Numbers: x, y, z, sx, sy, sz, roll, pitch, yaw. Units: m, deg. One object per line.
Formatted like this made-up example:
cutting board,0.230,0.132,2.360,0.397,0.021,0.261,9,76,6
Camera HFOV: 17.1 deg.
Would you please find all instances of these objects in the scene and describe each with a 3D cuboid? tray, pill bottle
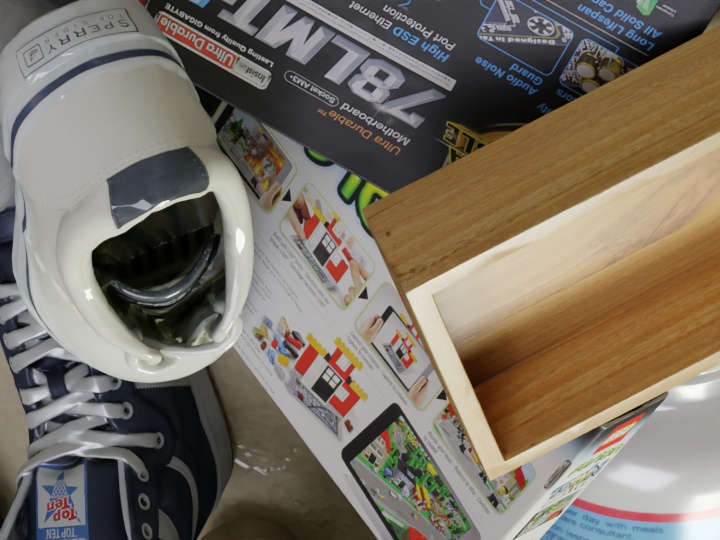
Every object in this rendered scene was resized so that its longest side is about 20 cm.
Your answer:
tray,0.106,-0.024,0.657,0.199,0.037,0.099,-26,142,0
pill bottle,0.099,0.073,0.817,0.108,0.109,0.201,6,127,12

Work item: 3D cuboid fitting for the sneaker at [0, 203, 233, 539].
sneaker,-0.104,0.038,0.848,0.070,0.109,0.201,-9,122,21

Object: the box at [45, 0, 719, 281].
box,0.014,-0.124,0.646,0.199,0.050,0.199,29,125,0

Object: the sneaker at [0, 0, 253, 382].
sneaker,-0.065,0.000,0.700,0.073,0.071,0.200,-23,157,-4

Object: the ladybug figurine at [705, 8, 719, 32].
ladybug figurine,0.048,-0.121,0.713,0.199,0.072,0.136,9,127,10

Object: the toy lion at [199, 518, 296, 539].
toy lion,-0.057,0.220,0.976,0.200,0.069,0.192,-37,125,11

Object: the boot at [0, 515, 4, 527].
boot,-0.212,0.126,0.977,0.164,0.066,0.201,-8,127,23

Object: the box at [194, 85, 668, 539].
box,0.000,0.000,0.771,0.200,0.035,0.110,52,134,17

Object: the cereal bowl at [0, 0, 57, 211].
cereal bowl,-0.173,-0.039,0.747,0.199,0.200,0.084,-7,107,20
